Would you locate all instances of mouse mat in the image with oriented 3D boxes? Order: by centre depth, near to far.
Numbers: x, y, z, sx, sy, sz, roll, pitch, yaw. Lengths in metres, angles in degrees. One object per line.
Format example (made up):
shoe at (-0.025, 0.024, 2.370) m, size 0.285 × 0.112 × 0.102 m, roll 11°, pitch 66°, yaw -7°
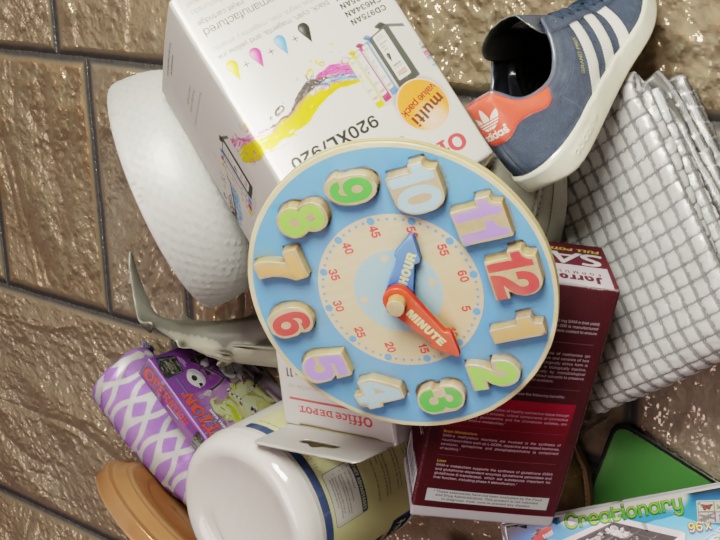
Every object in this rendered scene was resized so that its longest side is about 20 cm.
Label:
mouse mat at (0.235, 0.235, 0.960) m, size 0.160 × 0.007 × 0.202 m, roll 32°, pitch 124°, yaw 29°

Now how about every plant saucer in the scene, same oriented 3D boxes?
plant saucer at (-0.177, 0.258, 1.223) m, size 0.032 × 0.200 × 0.200 m, roll -46°, pitch 68°, yaw 0°

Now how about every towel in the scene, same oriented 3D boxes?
towel at (0.193, -0.021, 0.858) m, size 0.165 × 0.085 × 0.202 m, roll -35°, pitch 76°, yaw 50°

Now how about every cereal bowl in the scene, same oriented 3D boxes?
cereal bowl at (-0.127, -0.077, 1.015) m, size 0.083 × 0.200 × 0.202 m, roll -23°, pitch 88°, yaw 6°

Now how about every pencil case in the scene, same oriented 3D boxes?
pencil case at (-0.192, 0.170, 1.261) m, size 0.200 × 0.084 × 0.086 m, roll 46°, pitch 167°, yaw 22°

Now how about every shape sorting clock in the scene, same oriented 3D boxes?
shape sorting clock at (0.024, 0.013, 0.760) m, size 0.197 × 0.039 × 0.202 m, roll 5°, pitch 118°, yaw 9°

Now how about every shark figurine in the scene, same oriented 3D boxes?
shark figurine at (-0.113, 0.044, 1.136) m, size 0.128 × 0.212 × 0.091 m, roll 116°, pitch 163°, yaw -66°

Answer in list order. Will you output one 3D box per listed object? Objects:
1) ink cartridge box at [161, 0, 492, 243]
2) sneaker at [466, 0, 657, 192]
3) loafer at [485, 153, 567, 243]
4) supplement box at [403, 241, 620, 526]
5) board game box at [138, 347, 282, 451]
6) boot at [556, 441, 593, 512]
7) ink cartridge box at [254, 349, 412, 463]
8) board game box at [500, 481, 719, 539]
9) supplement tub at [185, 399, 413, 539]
ink cartridge box at (-0.030, -0.106, 0.879) m, size 0.201 × 0.146 × 0.145 m, roll 58°, pitch 162°, yaw 8°
sneaker at (0.128, -0.147, 0.793) m, size 0.084 × 0.201 × 0.075 m, roll 41°, pitch 141°, yaw -18°
loafer at (0.090, -0.008, 0.863) m, size 0.070 × 0.069 × 0.202 m, roll 39°, pitch 130°, yaw 35°
supplement box at (0.098, 0.078, 0.848) m, size 0.107 × 0.061 × 0.202 m, roll 6°, pitch 120°, yaw -7°
board game box at (-0.105, 0.149, 1.151) m, size 0.200 × 0.120 × 0.032 m, roll 50°, pitch 130°, yaw 15°
boot at (0.133, 0.144, 0.972) m, size 0.073 × 0.075 × 0.202 m, roll -2°, pitch 104°, yaw 39°
ink cartridge box at (0.016, 0.080, 0.966) m, size 0.116 × 0.199 × 0.068 m, roll 4°, pitch 107°, yaw 39°
board game box at (0.209, 0.231, 0.903) m, size 0.198 × 0.035 × 0.128 m, roll -16°, pitch 77°, yaw 26°
supplement tub at (-0.033, 0.174, 1.040) m, size 0.144 × 0.199 × 0.147 m, roll 15°, pitch 113°, yaw 37°
